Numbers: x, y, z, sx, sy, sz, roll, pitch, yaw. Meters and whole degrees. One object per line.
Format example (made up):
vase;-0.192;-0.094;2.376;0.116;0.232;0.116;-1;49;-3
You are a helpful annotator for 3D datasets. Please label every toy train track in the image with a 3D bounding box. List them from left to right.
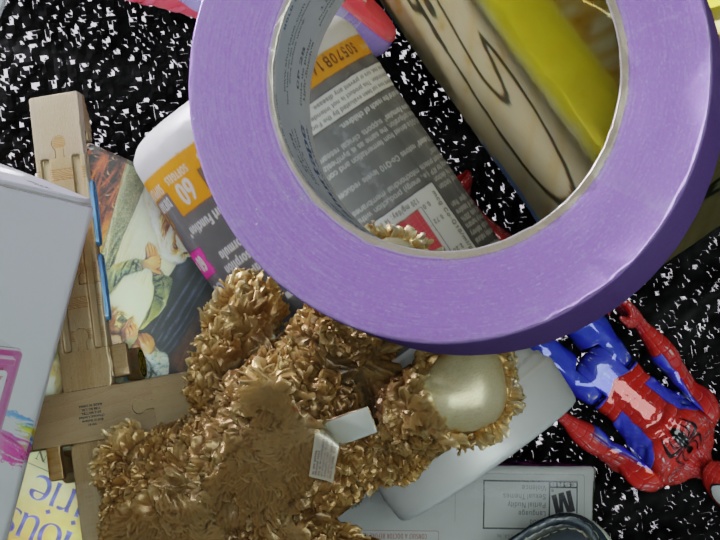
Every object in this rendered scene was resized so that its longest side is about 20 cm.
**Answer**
toy train track;-0.120;0.022;1.299;0.114;0.033;0.202;-9;82;10

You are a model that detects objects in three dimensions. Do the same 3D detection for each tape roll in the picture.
tape roll;0.038;-0.070;1.118;0.199;0.066;0.202;-1;85;12

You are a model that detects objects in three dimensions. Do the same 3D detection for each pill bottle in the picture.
pill bottle;0.000;0.000;1.271;0.116;0.116;0.201;-34;89;-6

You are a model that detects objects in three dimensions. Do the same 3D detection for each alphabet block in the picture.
alphabet block;0.132;-0.132;1.257;0.196;0.200;0.196;-36;78;-6

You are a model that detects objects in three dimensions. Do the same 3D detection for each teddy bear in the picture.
teddy bear;-0.021;0.066;1.208;0.145;0.067;0.201;36;112;6

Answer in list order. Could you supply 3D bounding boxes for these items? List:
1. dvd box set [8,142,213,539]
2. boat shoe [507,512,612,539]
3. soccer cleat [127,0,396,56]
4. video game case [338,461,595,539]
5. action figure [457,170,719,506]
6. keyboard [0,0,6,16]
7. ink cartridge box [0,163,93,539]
dvd box set;-0.099;0.062;1.331;0.146;0.029;0.201;24;86;-6
boat shoe;0.039;0.181;1.271;0.200;0.062;0.075;-45;65;-9
soccer cleat;-0.079;-0.142;1.326;0.199;0.067;0.077;31;102;-5
video game case;0.008;0.176;1.321;0.199;0.036;0.183;2;89;-18
action figure;0.104;0.042;1.348;0.200;0.052;0.066;41;80;-6
keyboard;-0.194;-0.105;1.308;0.056;0.011;0.201;20;104;-12
ink cartridge box;-0.197;0.047;1.248;0.084;0.144;0.201;15;91;-29
